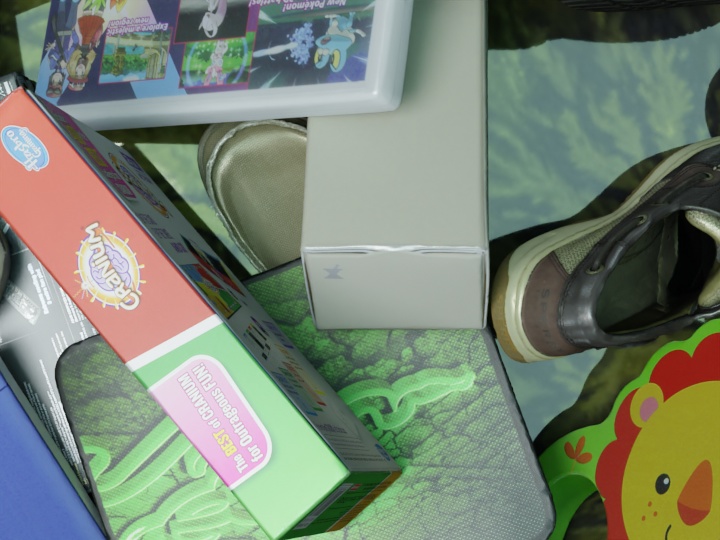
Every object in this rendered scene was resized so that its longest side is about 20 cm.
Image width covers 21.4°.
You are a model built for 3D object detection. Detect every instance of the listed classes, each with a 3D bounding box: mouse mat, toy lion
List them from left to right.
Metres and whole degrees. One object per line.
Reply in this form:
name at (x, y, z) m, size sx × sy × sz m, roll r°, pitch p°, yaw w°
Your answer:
mouse mat at (-0.027, 0.078, 0.863) m, size 0.199 × 0.008 × 0.162 m, roll -21°, pitch 83°, yaw 7°
toy lion at (0.137, 0.117, 0.853) m, size 0.068 × 0.200 × 0.193 m, roll 20°, pitch 79°, yaw -33°

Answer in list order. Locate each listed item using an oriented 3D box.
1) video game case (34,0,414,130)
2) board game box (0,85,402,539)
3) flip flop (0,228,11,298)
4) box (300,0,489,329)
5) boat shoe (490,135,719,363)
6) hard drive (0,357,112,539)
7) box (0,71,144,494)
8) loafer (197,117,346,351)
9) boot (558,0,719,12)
video game case at (-0.056, -0.155, 0.850) m, size 0.199 × 0.023 × 0.183 m, roll 0°, pitch 76°, yaw 35°
board game box at (-0.070, 0.022, 0.794) m, size 0.040 × 0.153 × 0.200 m, roll -42°, pitch 79°, yaw 3°
flip flop at (-0.255, -0.021, 0.853) m, size 0.199 × 0.058 × 0.081 m, roll 23°, pitch 89°, yaw 1°
box at (0.018, -0.075, 0.853) m, size 0.082 × 0.068 × 0.201 m, roll 1°, pitch 58°, yaw 4°
boat shoe at (0.146, -0.006, 0.863) m, size 0.200 × 0.065 × 0.074 m, roll -30°, pitch 116°, yaw -34°
hard drive at (-0.180, 0.142, 0.880) m, size 0.132 × 0.025 × 0.201 m, roll -27°, pitch 115°, yaw 2°
box at (-0.199, 0.026, 0.908) m, size 0.157 × 0.050 × 0.201 m, roll -21°, pitch 91°, yaw 0°
loafer at (0.000, 0.000, 0.901) m, size 0.076 × 0.068 × 0.200 m, roll -43°, pitch 91°, yaw 0°
boot at (0.113, -0.189, 0.851) m, size 0.077 × 0.200 × 0.139 m, roll 0°, pitch 90°, yaw 41°
